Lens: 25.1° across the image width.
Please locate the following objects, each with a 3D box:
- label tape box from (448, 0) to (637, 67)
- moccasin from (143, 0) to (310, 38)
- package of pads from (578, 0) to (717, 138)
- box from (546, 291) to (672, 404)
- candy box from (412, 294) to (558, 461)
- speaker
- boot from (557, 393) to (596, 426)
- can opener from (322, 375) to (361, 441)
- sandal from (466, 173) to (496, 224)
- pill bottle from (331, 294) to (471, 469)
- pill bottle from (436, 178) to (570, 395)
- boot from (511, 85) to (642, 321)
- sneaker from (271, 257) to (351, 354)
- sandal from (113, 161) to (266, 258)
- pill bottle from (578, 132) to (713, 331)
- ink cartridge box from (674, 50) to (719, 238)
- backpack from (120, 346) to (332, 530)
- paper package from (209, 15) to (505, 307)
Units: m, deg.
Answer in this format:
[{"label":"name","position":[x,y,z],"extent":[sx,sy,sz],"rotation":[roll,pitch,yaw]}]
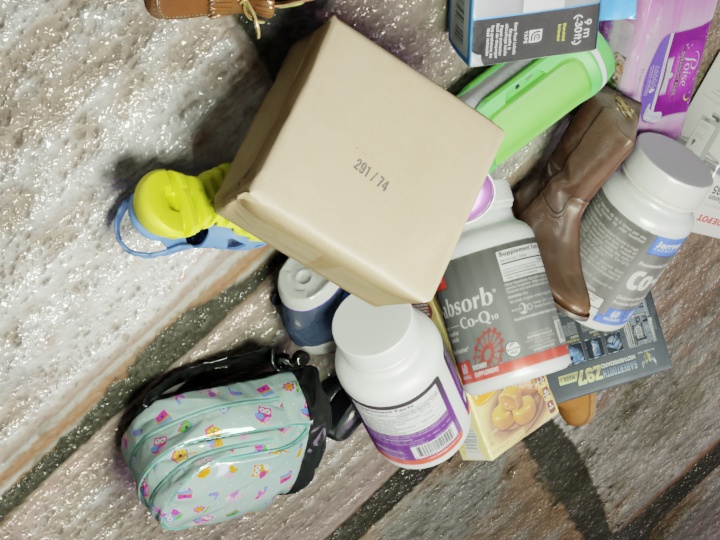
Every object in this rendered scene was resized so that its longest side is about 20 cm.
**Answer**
[{"label":"label tape box","position":[0.187,-0.282,1.530],"extent":[0.198,0.066,0.145],"rotation":[-9,124,-13]},{"label":"moccasin","position":[-0.088,-0.242,1.353],"extent":[0.200,0.078,0.074],"rotation":[-12,129,-35]},{"label":"package of pads","position":[0.307,-0.232,1.720],"extent":[0.120,0.076,0.202],"rotation":[-16,131,-31]},{"label":"box","position":[0.258,0.062,1.866],"extent":[0.198,0.159,0.051],"rotation":[-13,175,-34]},{"label":"candy box","position":[0.130,0.090,1.747],"extent":[0.115,0.055,0.202],"rotation":[-30,104,-36]},{"label":"speaker","position":[0.159,-0.172,1.630],"extent":[0.199,0.088,0.089],"rotation":[-37,140,-13]},{"label":"boot","position":[0.198,0.147,1.927],"extent":[0.155,0.077,0.201],"rotation":[-38,136,-18]},{"label":"can opener","position":[0.025,0.103,1.752],"extent":[0.201,0.078,0.063],"rotation":[-51,129,-10]},{"label":"sandal","position":[0.039,-0.092,1.544],"extent":[0.201,0.050,0.083],"rotation":[21,101,-15]},{"label":"pill bottle","position":[0.038,0.105,1.616],"extent":[0.111,0.111,0.201],"rotation":[-38,142,-10]},{"label":"pill bottle","position":[0.134,0.017,1.647],"extent":[0.115,0.202,0.116],"rotation":[-17,176,-1]},{"label":"boot","position":[0.239,-0.076,1.679],"extent":[0.064,0.187,0.201],"rotation":[9,130,-39]},{"label":"sneaker","position":[0.000,0.000,1.644],"extent":[0.200,0.080,0.147],"rotation":[-42,152,-16]},{"label":"sandal","position":[-0.150,-0.050,1.472],"extent":[0.087,0.080,0.199],"rotation":[-28,161,35]},{"label":"pill bottle","position":[0.289,-0.042,1.747],"extent":[0.113,0.114,0.201],"rotation":[-2,134,-40]},{"label":"ink cartridge box","position":[0.439,-0.141,1.908],"extent":[0.146,0.083,0.201],"rotation":[9,115,-46]},{"label":"backpack","position":[-0.136,0.175,1.611],"extent":[0.198,0.127,0.168],"rotation":[-7,134,-30]},{"label":"paper package","position":[-0.001,-0.091,1.437],"extent":[0.199,0.103,0.192],"rotation":[31,74,-19]}]
